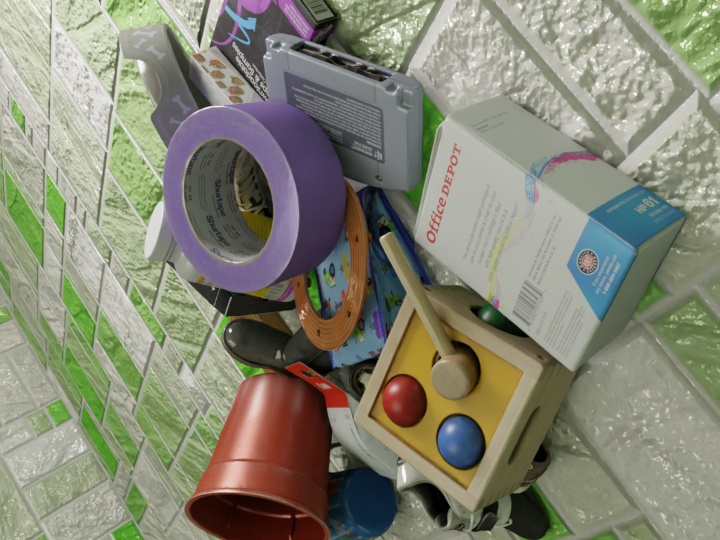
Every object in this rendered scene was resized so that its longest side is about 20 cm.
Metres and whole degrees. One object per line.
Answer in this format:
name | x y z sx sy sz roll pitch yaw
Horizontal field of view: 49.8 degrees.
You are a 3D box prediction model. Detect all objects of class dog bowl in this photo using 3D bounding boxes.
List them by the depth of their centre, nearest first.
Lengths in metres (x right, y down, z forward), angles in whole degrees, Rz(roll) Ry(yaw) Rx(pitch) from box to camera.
dog bowl | -0.241 -0.229 1.018 0.200 0.058 0.201 -24 -90 -88

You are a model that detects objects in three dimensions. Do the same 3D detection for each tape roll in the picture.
tape roll | -0.119 -0.082 0.854 0.199 0.085 0.201 10 109 33

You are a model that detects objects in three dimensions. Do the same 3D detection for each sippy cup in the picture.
sippy cup | -0.017 0.355 1.153 0.178 0.140 0.130 45 137 -7

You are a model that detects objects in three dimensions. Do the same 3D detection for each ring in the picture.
ring | -0.034 -0.009 0.892 0.200 0.019 0.202 1 92 63

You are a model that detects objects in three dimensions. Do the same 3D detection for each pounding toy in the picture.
pounding toy | 0.090 0.093 0.754 0.184 0.142 0.201 31 107 32

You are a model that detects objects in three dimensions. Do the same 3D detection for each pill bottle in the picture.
pill bottle | -0.169 -0.028 0.998 0.104 0.199 0.105 -37 45 51

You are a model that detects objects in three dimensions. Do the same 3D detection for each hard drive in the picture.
hard drive | -0.194 -0.003 1.117 0.200 0.139 0.038 36 115 33

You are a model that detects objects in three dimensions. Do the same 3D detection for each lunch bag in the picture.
lunch bag | 0.000 0.000 0.917 0.150 0.094 0.201 -30 79 60

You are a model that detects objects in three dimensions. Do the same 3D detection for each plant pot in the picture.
plant pot | -0.124 0.266 1.098 0.199 0.196 0.201 7 141 5

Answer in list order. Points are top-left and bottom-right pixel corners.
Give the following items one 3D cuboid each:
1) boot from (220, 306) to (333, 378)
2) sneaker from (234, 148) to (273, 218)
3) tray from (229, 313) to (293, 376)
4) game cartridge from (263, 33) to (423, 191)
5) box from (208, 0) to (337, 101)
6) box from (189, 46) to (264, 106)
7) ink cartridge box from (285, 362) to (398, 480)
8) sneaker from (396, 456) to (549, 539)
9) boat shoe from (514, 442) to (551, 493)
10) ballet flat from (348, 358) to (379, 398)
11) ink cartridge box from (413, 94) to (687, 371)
boot | -0.084 0.093 1.052 0.181 0.073 0.200 21 158 -15
sneaker | -0.146 -0.114 1.041 0.116 0.076 0.200 51 161 0
tray | -0.132 0.130 1.224 0.200 0.037 0.099 54 146 14
game cartridge | -0.018 -0.163 0.827 0.199 0.041 0.134 28 137 29
box | -0.108 -0.274 0.902 0.143 0.036 0.200 55 148 11
box | -0.137 -0.189 0.939 0.200 0.039 0.042 49 149 19
ink cartridge box | -0.020 0.197 1.007 0.200 0.047 0.160 37 165 -4
sneaker | 0.121 0.268 0.877 0.199 0.089 0.074 32 136 -6
boat shoe | 0.126 0.152 0.858 0.200 0.072 0.060 47 137 17
ballet flat | 0.064 0.166 0.925 0.200 0.073 0.073 30 136 30
ink cartridge box | 0.151 -0.037 0.672 0.200 0.084 0.145 41 141 27
